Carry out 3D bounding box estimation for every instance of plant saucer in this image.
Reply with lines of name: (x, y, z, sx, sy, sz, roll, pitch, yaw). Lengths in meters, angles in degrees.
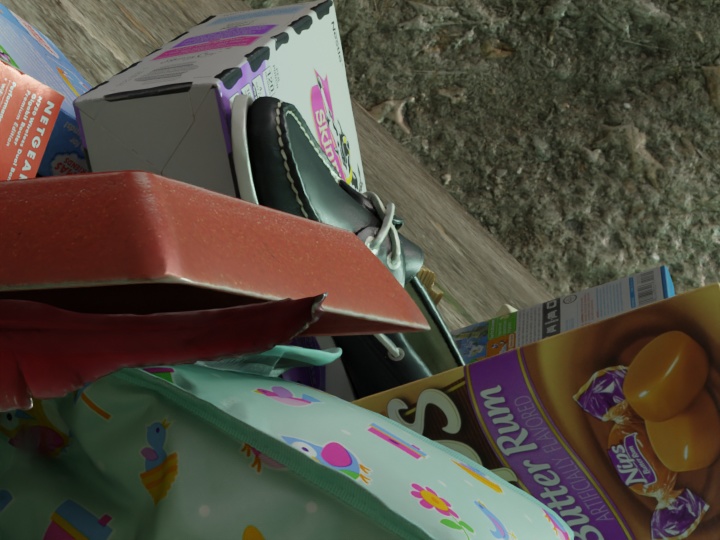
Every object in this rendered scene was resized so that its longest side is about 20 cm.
plant saucer: (-0.101, 0.000, 0.640, 0.198, 0.037, 0.199, -2, -6, 23)

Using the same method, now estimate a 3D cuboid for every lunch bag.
lunch bag: (-0.043, 0.085, 0.683, 0.199, 0.123, 0.170, 31, 6, 20)

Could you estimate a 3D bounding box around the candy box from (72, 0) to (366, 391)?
candy box: (-0.053, -0.026, 0.933, 0.200, 0.071, 0.170, -54, 135, -67)

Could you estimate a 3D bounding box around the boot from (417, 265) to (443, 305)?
boot: (0.004, 0.007, 1.573, 0.107, 0.075, 0.200, 39, -1, 7)

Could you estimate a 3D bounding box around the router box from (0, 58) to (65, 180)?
router box: (-0.227, -0.085, 0.648, 0.199, 0.049, 0.179, 16, -8, 34)

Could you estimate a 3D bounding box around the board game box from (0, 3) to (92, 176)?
board game box: (-0.187, -0.106, 0.923, 0.200, 0.037, 0.151, 34, 10, -50)

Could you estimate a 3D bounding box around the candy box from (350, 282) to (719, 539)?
candy box: (0.075, 0.093, 0.809, 0.056, 0.198, 0.118, 18, 54, -69)

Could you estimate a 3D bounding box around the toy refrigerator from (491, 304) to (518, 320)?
toy refrigerator: (0.116, 0.096, 1.148, 0.076, 0.070, 0.200, 32, 9, -18)

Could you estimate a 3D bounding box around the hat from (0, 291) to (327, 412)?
hat: (-0.124, 0.001, 0.494, 0.200, 0.176, 0.166, 42, 7, 4)

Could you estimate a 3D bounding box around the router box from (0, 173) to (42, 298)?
router box: (-0.178, -0.028, 0.874, 0.157, 0.052, 0.200, 44, 8, 12)

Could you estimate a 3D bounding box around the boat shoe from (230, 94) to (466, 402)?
boat shoe: (0.000, 0.000, 0.856, 0.076, 0.060, 0.201, -87, 159, -44)

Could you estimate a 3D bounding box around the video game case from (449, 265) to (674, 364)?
video game case: (0.082, 0.060, 1.101, 0.143, 0.198, 0.018, -77, 147, -66)
